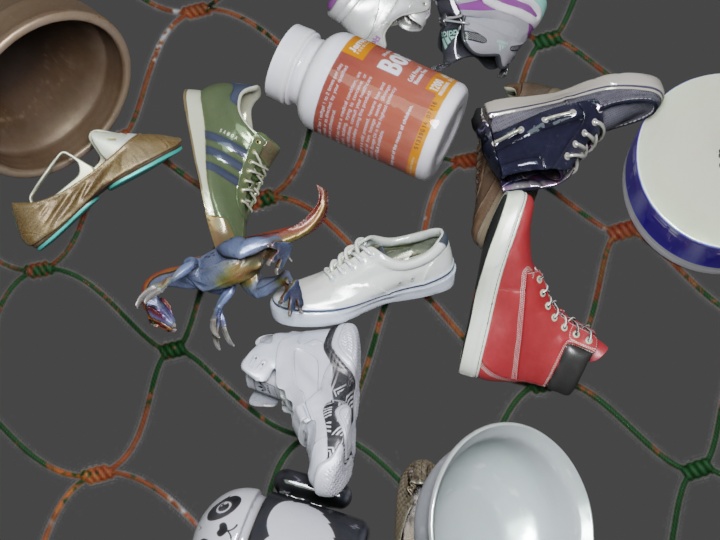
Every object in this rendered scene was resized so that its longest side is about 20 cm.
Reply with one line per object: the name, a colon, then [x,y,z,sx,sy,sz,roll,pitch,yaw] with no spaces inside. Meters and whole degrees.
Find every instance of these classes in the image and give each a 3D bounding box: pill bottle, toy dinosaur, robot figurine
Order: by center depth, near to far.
robot figurine: [-0.064,0.281,1.339,0.199,0.150,0.125,16,112,6]
toy dinosaur: [-0.139,0.008,1.437,0.181,0.105,0.200,4,42,39]
pill bottle: [0.005,-0.184,1.490,0.199,0.112,0.112,25,75,8]

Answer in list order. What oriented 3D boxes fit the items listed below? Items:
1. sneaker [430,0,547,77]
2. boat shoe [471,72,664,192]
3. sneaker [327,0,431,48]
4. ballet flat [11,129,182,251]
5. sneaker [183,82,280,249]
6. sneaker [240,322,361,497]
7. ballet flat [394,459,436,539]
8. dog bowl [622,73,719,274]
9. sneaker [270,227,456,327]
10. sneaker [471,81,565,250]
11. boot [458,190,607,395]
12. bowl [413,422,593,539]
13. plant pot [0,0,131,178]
sneaker: [0.099,-0.281,1.509,0.200,0.078,0.140,30,83,-21]
boat shoe: [0.219,-0.134,1.423,0.199,0.075,0.093,-12,61,2]
sneaker: [0.054,-0.326,1.567,0.100,0.075,0.200,45,77,-7]
ballet flat: [-0.287,-0.104,1.492,0.200,0.068,0.072,-36,97,-5]
sneaker: [-0.128,-0.114,1.493,0.089,0.067,0.201,-13,70,1]
sneaker: [-0.061,0.137,1.395,0.114,0.075,0.200,0,48,6]
ballet flat: [0.061,0.285,1.377,0.067,0.046,0.201,2,73,2]
dog bowl: [0.381,-0.102,1.475,0.199,0.079,0.201,0,73,1]
sneaker: [0.000,0.000,1.445,0.199,0.071,0.073,-16,33,-11]
sneaker: [0.154,-0.112,1.500,0.075,0.070,0.200,20,70,27]
boot: [0.187,0.024,1.415,0.144,0.072,0.201,11,107,3]
bowl: [0.121,0.250,1.344,0.200,0.090,0.202,9,73,-33]
plant pot: [-0.370,-0.226,1.488,0.200,0.200,0.175,-41,57,-11]
